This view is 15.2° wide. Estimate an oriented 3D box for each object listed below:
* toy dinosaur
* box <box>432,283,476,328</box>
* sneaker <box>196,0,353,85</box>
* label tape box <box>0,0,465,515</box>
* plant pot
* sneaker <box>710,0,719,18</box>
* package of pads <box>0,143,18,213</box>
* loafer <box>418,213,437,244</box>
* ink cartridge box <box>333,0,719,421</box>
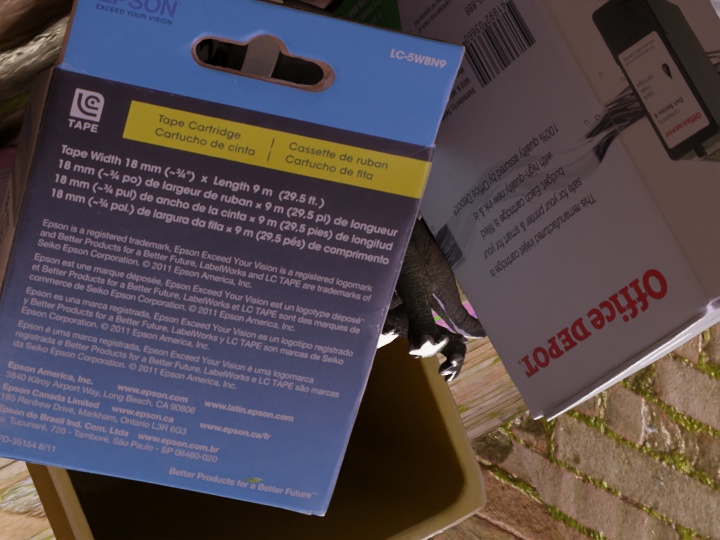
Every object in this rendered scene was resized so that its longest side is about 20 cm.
[{"bbox_3d":[0.000,0.000,1.216,0.200,0.102,0.077,-7,153,-33],"label":"toy dinosaur"},{"bbox_3d":[-0.032,0.020,1.590,0.176,0.097,0.200,-31,170,27],"label":"box"},{"bbox_3d":[-0.042,-0.054,1.103,0.090,0.067,0.200,11,156,-18],"label":"sneaker"},{"bbox_3d":[-0.058,-0.018,1.008,0.144,0.200,0.063,12,-157,-13],"label":"label tape box"},{"bbox_3d":[-0.087,0.058,1.336,0.194,0.196,0.200,-24,-170,-17],"label":"plant pot"},{"bbox_3d":[0.158,-0.132,1.202,0.081,0.077,0.200,25,150,-33],"label":"sneaker"},{"bbox_3d":[-0.212,0.019,1.077,0.200,0.076,0.120,-21,172,-38],"label":"package of pads"},{"bbox_3d":[0.022,-0.046,1.415,0.072,0.063,0.200,-30,172,8],"label":"loafer"},{"bbox_3d":[0.087,-0.057,1.119,0.084,0.200,0.146,-23,171,-33],"label":"ink cartridge box"}]
